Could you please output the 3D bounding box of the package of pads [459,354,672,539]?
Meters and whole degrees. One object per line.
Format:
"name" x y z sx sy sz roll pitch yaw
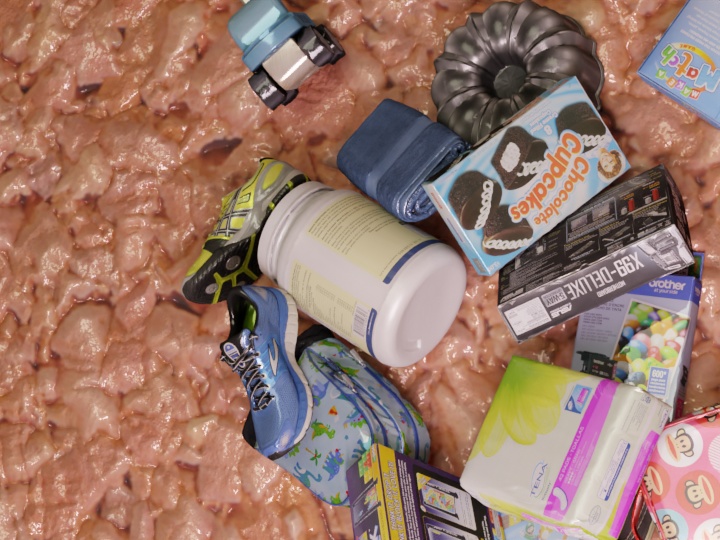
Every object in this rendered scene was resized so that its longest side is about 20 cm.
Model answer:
"package of pads" 0.197 0.178 1.612 0.200 0.068 0.155 12 75 57

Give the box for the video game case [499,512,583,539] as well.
"video game case" 0.193 0.288 1.614 0.143 0.017 0.201 -33 42 38

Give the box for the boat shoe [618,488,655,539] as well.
"boat shoe" 0.231 0.289 1.642 0.073 0.065 0.201 32 92 28

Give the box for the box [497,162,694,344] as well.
"box" 0.237 -0.020 1.677 0.199 0.158 0.050 -26 111 17

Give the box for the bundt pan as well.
"bundt pan" 0.163 -0.210 1.802 0.200 0.076 0.204 -7 73 25

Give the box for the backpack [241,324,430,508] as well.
"backpack" -0.021 0.175 1.761 0.199 0.154 0.164 35 102 15

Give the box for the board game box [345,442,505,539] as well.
"board game box" 0.073 0.287 1.616 0.057 0.165 0.201 -47 32 31

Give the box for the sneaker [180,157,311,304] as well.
"sneaker" -0.140 -0.044 1.914 0.200 0.075 0.076 -47 54 -4

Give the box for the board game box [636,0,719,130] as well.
"board game box" 0.409 -0.249 1.714 0.151 0.037 0.201 38 94 29

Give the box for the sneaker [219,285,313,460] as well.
"sneaker" -0.110 0.105 1.716 0.078 0.089 0.201 -34 55 34

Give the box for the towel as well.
"towel" 0.050 -0.119 1.793 0.112 0.049 0.200 -47 31 -2

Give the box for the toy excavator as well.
"toy excavator" -0.116 -0.302 1.938 0.100 0.194 0.200 -38 92 12

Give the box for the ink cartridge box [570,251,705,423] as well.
"ink cartridge box" 0.284 0.070 1.691 0.119 0.042 0.202 6 78 27

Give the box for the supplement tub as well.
"supplement tub" 0.000 0.000 1.785 0.199 0.145 0.146 31 91 29

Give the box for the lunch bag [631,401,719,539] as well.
"lunch bag" 0.349 0.234 1.576 0.175 0.082 0.201 -21 79 17

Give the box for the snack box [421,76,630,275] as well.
"snack box" 0.174 -0.099 1.707 0.200 0.037 0.117 -37 102 -14
